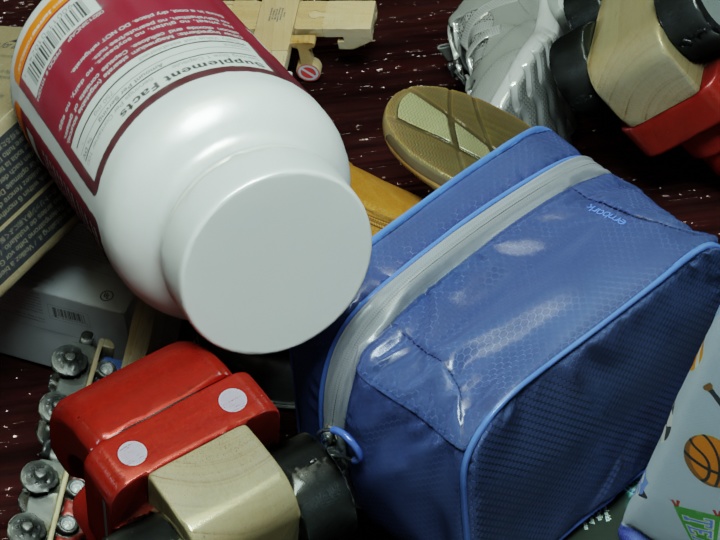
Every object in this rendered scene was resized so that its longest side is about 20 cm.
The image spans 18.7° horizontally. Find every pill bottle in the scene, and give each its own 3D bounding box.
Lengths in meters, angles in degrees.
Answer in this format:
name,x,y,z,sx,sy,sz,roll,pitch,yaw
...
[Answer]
name,x,y,z,sx,sy,sz,roll,pitch,yaw
pill bottle,-0.073,-0.050,0.953,0.112,0.114,0.200,-19,36,-17

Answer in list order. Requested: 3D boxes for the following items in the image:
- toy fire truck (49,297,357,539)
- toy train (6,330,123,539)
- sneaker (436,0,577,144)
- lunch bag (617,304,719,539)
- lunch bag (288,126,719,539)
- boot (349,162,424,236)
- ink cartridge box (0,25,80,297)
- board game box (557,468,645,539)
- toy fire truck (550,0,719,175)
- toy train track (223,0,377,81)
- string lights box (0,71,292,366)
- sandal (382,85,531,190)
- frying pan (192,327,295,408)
name,x,y,z,sx,sy,sz,roll,pitch,yaw
toy fire truck,-0.084,0.082,0.949,0.128,0.177,0.200,-27,58,-22
toy train,-0.139,0.113,1.022,0.045,0.034,0.201,12,53,-4
sneaker,0.081,-0.115,1.243,0.081,0.075,0.201,-2,37,22
lunch bag,0.230,0.046,0.981,0.124,0.171,0.200,36,45,17
lunch bag,0.056,0.040,0.991,0.199,0.136,0.132,-34,52,-28
boot,-0.029,-0.047,1.114,0.143,0.071,0.202,11,47,-27
ink cartridge box,-0.221,-0.048,1.104,0.199,0.075,0.165,9,46,49
board game box,0.093,0.159,0.985,0.134,0.028,0.201,-4,45,-3
toy fire truck,0.223,-0.116,1.205,0.128,0.200,0.177,-28,30,35
toy train track,-0.087,-0.140,1.291,0.198,0.033,0.115,2,52,12
string lights box,-0.120,-0.036,1.162,0.102,0.059,0.200,14,47,20
sandal,0.093,-0.023,1.132,0.199,0.054,0.080,31,36,-4
frying pan,0.005,0.012,1.138,0.189,0.031,0.115,-17,48,-11
